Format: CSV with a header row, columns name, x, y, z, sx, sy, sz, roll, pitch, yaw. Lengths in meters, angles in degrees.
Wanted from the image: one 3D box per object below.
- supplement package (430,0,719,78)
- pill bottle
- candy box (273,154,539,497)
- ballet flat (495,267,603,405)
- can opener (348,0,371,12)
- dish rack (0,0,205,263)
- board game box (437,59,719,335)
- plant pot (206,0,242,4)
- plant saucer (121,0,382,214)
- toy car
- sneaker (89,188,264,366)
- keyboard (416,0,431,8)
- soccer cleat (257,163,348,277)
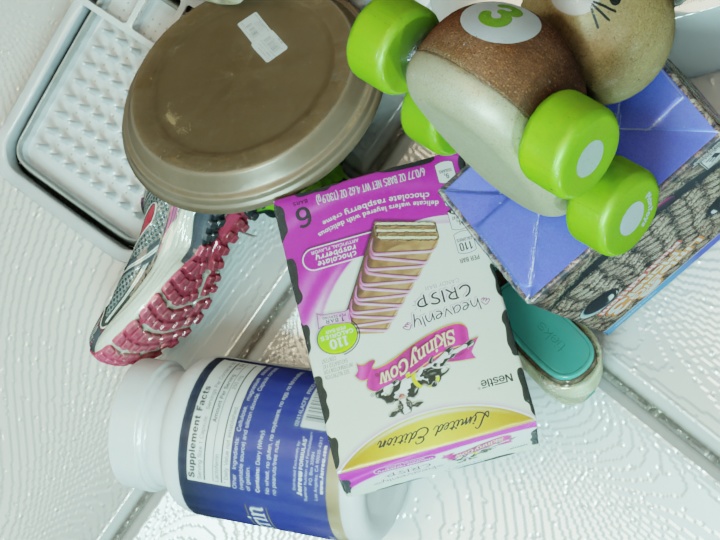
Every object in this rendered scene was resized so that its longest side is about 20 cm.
name,x,y,z,sx,sy,sz,roll,pitch,yaw
supplement package,0.158,-0.184,1.321,0.198,0.156,0.112,-13,79,15
pill bottle,-0.071,0.122,1.403,0.198,0.116,0.117,8,87,21
candy box,0.029,0.034,1.315,0.135,0.061,0.201,-15,67,1
ballet flat,0.094,0.017,1.380,0.067,0.062,0.200,-34,68,-8
can opener,0.057,-0.262,1.417,0.200,0.066,0.053,-42,71,11
dish rack,-0.170,-0.122,1.503,0.171,0.043,0.201,34,97,19
board game box,0.166,-0.053,1.285,0.159,0.200,0.097,-42,71,12
plant pot,-0.102,-0.298,1.391,0.199,0.201,0.185,19,78,21
plant saucer,-0.080,-0.129,1.391,0.198,0.030,0.201,-11,53,15
toy car,0.124,-0.142,1.135,0.164,0.158,0.201,33,84,33
sneaker,-0.135,-0.020,1.433,0.074,0.081,0.201,35,95,25
keyboard,0.023,-0.210,1.457,0.200,0.011,0.056,43,100,19
soccer cleat,0.000,0.000,1.421,0.081,0.067,0.200,-48,64,20
